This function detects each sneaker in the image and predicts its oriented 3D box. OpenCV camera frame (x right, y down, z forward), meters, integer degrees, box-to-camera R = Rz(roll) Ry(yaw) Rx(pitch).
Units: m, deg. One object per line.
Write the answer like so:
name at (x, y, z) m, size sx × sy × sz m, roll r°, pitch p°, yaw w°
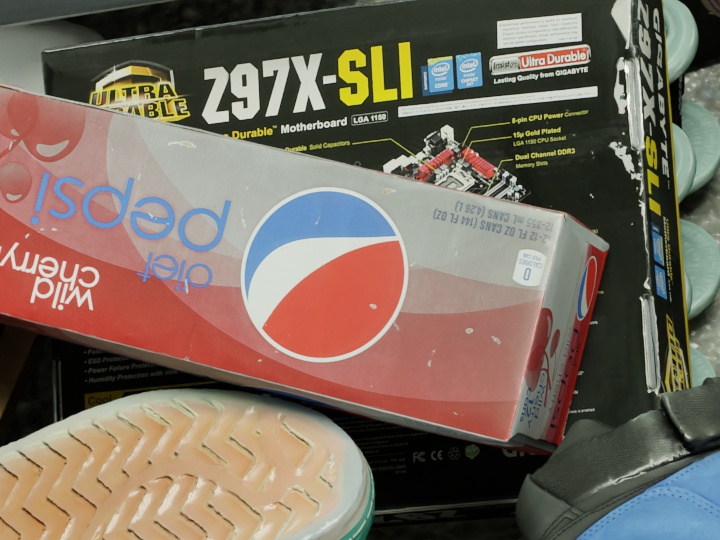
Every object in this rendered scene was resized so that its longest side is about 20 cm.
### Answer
sneaker at (0.141, 0.074, 0.795) m, size 0.199 × 0.077 × 0.112 m, roll -5°, pitch 45°, yaw -14°
sneaker at (-0.079, 0.093, 0.859) m, size 0.199 × 0.080 × 0.072 m, roll -15°, pitch 50°, yaw 20°

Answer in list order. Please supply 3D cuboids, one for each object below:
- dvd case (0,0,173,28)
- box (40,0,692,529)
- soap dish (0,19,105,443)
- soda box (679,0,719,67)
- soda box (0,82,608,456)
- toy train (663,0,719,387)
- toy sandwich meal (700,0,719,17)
dvd case at (-0.068, -0.131, 1.038) m, size 0.149 × 0.025 × 0.200 m, roll -9°, pitch 20°, yaw -5°
box at (0.000, 0.000, 0.898) m, size 0.199 × 0.049 × 0.161 m, roll -7°, pitch 78°, yaw 18°
soap dish at (-0.172, -0.003, 0.970) m, size 0.157 × 0.081 × 0.201 m, roll 12°, pitch 53°, yaw 11°
soda box at (0.184, -0.145, 1.072) m, size 0.199 × 0.071 × 0.063 m, roll -21°, pitch 53°, yaw -13°
soda box at (-0.033, -0.001, 0.848) m, size 0.199 × 0.063 × 0.070 m, roll 14°, pitch 87°, yaw 19°
toy train at (0.062, -0.014, 0.975) m, size 0.113 × 0.085 × 0.201 m, roll -5°, pitch 53°, yaw 16°
toy sandwich meal at (0.208, -0.071, 0.955) m, size 0.204 × 0.205 × 0.071 m, roll 11°, pitch 70°, yaw 11°
